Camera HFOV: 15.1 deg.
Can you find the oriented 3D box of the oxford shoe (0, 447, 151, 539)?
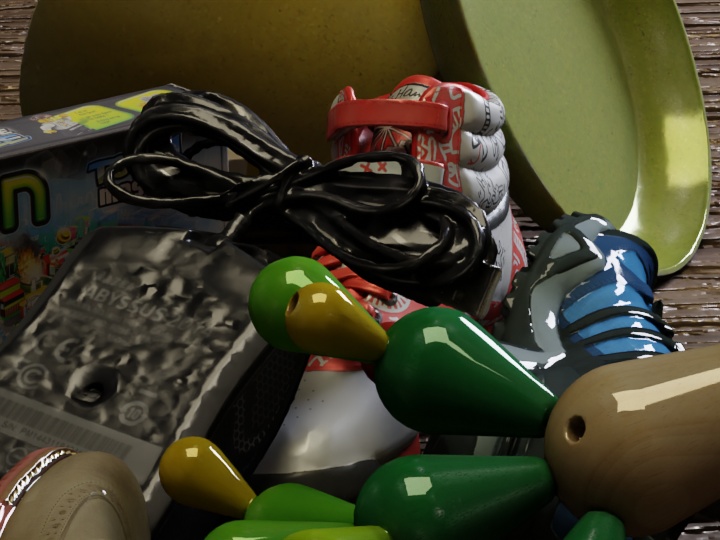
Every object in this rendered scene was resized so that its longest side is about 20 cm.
[{"bbox_3d":[-0.056,0.104,0.653,0.074,0.071,0.200,-18,30,8],"label":"oxford shoe"}]

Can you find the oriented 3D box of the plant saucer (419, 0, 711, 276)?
[{"bbox_3d":[0.075,-0.089,1.054,0.031,0.201,0.200,-20,9,29],"label":"plant saucer"}]

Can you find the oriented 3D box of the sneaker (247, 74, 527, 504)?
[{"bbox_3d":[-0.001,0.000,0.892,0.067,0.109,0.201,1,18,25],"label":"sneaker"}]

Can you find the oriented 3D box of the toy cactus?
[{"bbox_3d":[0.039,0.067,0.705,0.164,0.103,0.200,-19,39,-6],"label":"toy cactus"}]

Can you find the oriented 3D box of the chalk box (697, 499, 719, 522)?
[{"bbox_3d":[0.209,0.029,0.761,0.199,0.126,0.124,21,25,12],"label":"chalk box"}]

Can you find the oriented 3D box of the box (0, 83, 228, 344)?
[{"bbox_3d":[-0.131,0.013,0.867,0.199,0.111,0.035,-16,25,-35],"label":"box"}]

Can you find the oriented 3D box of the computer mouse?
[{"bbox_3d":[-0.059,0.039,0.811,0.138,0.053,0.200,23,57,29],"label":"computer mouse"}]

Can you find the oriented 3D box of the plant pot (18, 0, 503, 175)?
[{"bbox_3d":[-0.022,-0.097,1.097,0.142,0.201,0.200,34,31,15],"label":"plant pot"}]

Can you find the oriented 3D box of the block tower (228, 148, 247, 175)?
[{"bbox_3d":[-0.135,-0.014,0.917,0.199,0.058,0.054,-8,25,-37],"label":"block tower"}]

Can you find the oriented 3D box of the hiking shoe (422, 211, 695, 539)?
[{"bbox_3d":[0.076,0.046,0.855,0.086,0.075,0.200,24,26,7],"label":"hiking shoe"}]
